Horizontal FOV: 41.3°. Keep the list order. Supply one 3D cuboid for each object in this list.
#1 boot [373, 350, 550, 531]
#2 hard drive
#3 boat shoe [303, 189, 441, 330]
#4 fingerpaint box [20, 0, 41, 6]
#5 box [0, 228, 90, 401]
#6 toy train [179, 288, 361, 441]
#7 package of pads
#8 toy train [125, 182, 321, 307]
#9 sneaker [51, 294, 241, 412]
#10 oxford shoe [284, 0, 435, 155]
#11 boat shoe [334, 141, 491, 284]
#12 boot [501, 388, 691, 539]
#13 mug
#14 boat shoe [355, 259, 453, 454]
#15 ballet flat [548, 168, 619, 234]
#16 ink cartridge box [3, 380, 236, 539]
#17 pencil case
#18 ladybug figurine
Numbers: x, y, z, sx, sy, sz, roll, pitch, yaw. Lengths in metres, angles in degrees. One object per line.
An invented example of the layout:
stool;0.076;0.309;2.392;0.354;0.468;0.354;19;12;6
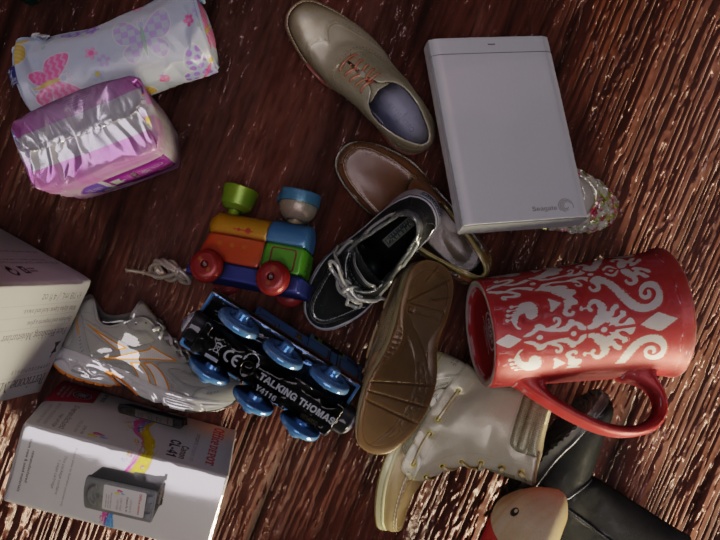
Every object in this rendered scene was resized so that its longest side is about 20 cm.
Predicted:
boot;0.107;0.200;0.999;0.154;0.072;0.201;20;92;14
hard drive;0.143;-0.138;0.951;0.131;0.027;0.202;-4;73;-14
boat shoe;0.002;0.002;0.952;0.199;0.068;0.074;-39;94;32
fingerpaint box;-0.349;-0.357;0.872;0.073;0.167;0.201;-29;99;1
box;-0.396;0.023;0.882;0.199;0.199;0.131;28;95;8
toy train;-0.090;0.095;0.972;0.199;0.114;0.087;32;102;-7
package of pads;-0.238;-0.119;0.893;0.120;0.200;0.076;-19;93;-4
toy train;-0.140;-0.038;0.979;0.198;0.085;0.117;10;80;13
sneaker;-0.213;0.084;0.986;0.198;0.076;0.093;17;92;-7
oxford shoe;0.005;-0.199;0.960;0.200;0.074;0.071;41;93;-7
boat shoe;0.059;-0.064;0.984;0.200;0.068;0.072;37;94;-7
boot;0.280;0.246;1.035;0.200;0.066;0.165;38;106;-2
mug;0.219;0.066;0.949;0.198;0.178;0.134;-5;133;-8
boat shoe;0.041;0.088;0.975;0.071;0.064;0.201;22;83;-17
ballet flat;0.182;-0.086;0.991;0.199;0.064;0.076;19;95;-6
ink cartridge box;-0.233;0.193;0.960;0.198;0.148;0.086;15;98;-6
pencil case;-0.239;-0.210;0.941;0.198;0.083;0.091;-17;77;-1
ladybug figurine;0.152;0.303;0.977;0.071;0.136;0.201;22;115;15
